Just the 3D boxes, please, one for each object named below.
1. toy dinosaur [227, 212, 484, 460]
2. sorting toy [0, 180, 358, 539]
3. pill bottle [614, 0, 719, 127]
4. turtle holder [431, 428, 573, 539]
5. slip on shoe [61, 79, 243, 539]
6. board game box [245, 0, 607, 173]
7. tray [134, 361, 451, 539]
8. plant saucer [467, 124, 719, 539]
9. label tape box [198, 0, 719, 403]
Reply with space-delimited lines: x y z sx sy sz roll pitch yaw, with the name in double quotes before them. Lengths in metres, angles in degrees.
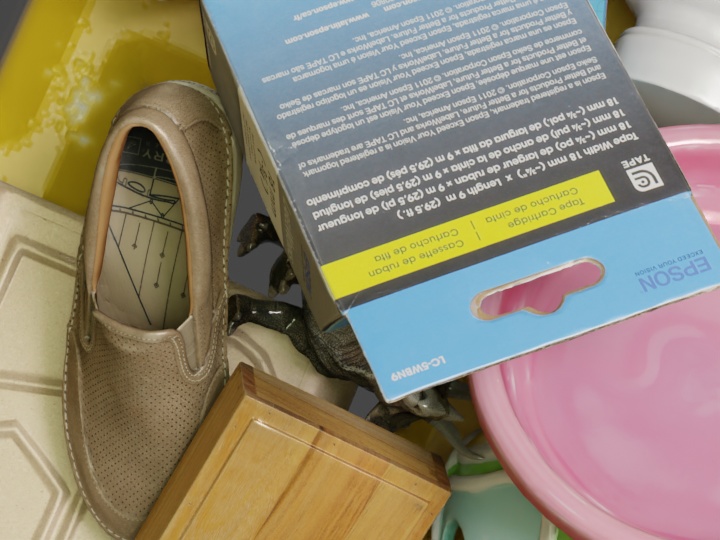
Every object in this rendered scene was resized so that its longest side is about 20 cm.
"toy dinosaur" 0.000 0.000 1.042 0.102 0.077 0.201 24 41 -22
"sorting toy" -0.119 0.079 1.045 0.199 0.036 0.186 24 82 -9
"pill bottle" 0.185 -0.155 1.059 0.112 0.112 0.201 25 83 -4
"turtle holder" 0.098 0.103 1.001 0.141 0.131 0.187 -46 136 -39
"slip on shoe" -0.088 0.023 0.977 0.075 0.061 0.202 14 105 11
"board game box" 0.035 -0.135 1.031 0.151 0.045 0.202 3 66 6
"tray" -0.055 0.146 0.991 0.098 0.037 0.201 26 108 -16
"plant saucer" 0.140 0.037 0.930 0.199 0.051 0.202 -1 59 1
"label tape box" 0.037 -0.039 0.912 0.143 0.063 0.201 -18 61 -11
